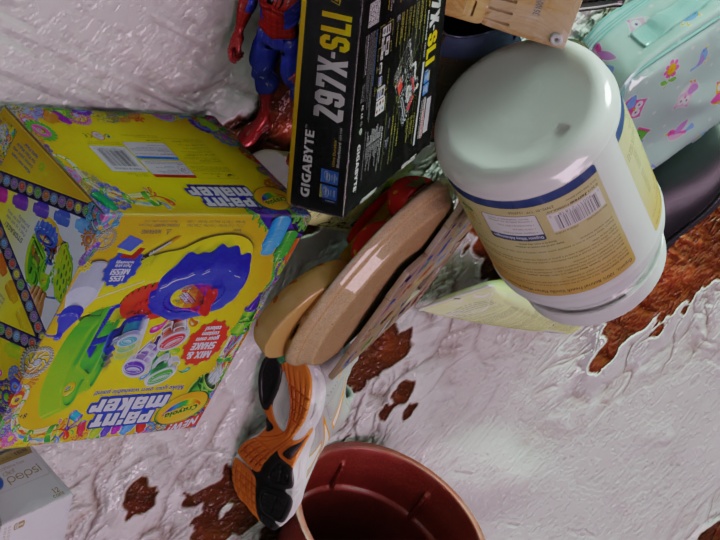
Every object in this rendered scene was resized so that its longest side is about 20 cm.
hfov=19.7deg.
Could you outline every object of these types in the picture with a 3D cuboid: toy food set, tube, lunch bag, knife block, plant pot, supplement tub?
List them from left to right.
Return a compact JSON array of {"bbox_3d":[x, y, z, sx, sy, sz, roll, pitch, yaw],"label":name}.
[{"bbox_3d":[-0.023,-0.061,1.599,0.200,0.058,0.052,4,80,-63],"label":"tube"},{"bbox_3d":[-0.013,0.298,1.914,0.200,0.201,0.196,-11,143,-46],"label":"plant pot"},{"bbox_3d":[0.000,0.000,1.649,0.200,0.049,0.198,-49,171,2],"label":"toy food set"},{"bbox_3d":[0.140,0.028,1.894,0.199,0.052,0.058,4,119,-54],"label":"tube"},{"bbox_3d":[0.118,-0.246,1.558,0.176,0.198,0.064,-84,-169,-55],"label":"knife block"},{"bbox_3d":[0.151,-0.063,1.583,0.144,0.144,0.200,-41,138,-9],"label":"supplement tub"},{"bbox_3d":[0.271,-0.183,1.799,0.199,0.077,0.161,-35,147,-21],"label":"lunch bag"}]

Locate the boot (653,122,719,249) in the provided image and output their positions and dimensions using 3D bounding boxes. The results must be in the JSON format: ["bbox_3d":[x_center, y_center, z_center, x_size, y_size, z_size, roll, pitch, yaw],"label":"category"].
[{"bbox_3d":[0.256,-0.069,1.914,0.200,0.076,0.168,-50,155,18],"label":"boot"}]

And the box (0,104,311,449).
[{"bbox_3d":[-0.173,0.003,1.407,0.199,0.122,0.193,-3,130,-51],"label":"box"}]

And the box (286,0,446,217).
[{"bbox_3d":[0.009,-0.156,1.421,0.160,0.049,0.201,-45,145,-57],"label":"box"}]

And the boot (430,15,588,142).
[{"bbox_3d":[0.117,-0.168,1.621,0.199,0.075,0.097,-22,145,-34],"label":"boot"}]

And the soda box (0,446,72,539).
[{"bbox_3d":[-0.278,0.231,1.604,0.068,0.064,0.201,-22,143,-37],"label":"soda box"}]

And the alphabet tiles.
[{"bbox_3d":[0.058,-0.009,1.710,0.200,0.008,0.167,-55,171,36],"label":"alphabet tiles"}]

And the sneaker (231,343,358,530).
[{"bbox_3d":[-0.046,0.139,1.785,0.092,0.076,0.201,-24,145,-41],"label":"sneaker"}]

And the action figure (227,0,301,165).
[{"bbox_3d":[-0.056,-0.154,1.426,0.052,0.065,0.201,-49,157,-36],"label":"action figure"}]
